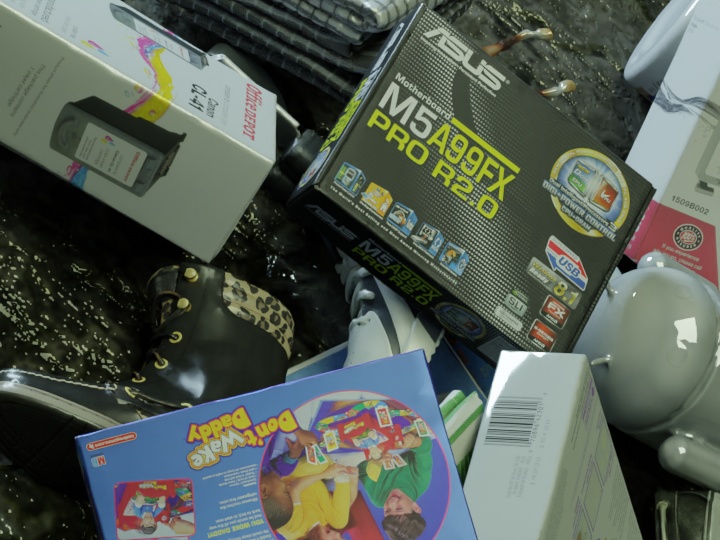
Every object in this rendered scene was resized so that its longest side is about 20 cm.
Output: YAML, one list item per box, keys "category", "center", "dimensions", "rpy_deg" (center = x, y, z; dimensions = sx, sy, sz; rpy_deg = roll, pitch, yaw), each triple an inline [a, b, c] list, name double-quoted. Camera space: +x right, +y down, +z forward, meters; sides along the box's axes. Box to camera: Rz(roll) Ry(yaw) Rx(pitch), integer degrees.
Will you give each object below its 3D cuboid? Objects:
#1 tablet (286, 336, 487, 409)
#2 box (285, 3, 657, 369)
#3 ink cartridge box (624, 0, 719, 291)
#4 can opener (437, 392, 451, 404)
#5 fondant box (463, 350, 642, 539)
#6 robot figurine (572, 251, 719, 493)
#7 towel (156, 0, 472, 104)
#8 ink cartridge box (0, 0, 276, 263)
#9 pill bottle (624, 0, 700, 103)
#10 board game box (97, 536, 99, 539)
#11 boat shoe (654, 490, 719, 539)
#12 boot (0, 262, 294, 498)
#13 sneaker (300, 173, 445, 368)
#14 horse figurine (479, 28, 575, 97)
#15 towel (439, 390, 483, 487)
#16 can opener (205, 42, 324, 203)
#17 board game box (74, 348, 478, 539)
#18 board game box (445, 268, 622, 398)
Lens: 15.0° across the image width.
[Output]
- category: "tablet"
  center: [0.008, 0.108, 1.752]
  dimensions: [0.200, 0.014, 0.130]
  rpy_deg: [-24, 75, -41]
- category: "box"
  center: [0.072, -0.046, 1.724]
  dimensions: [0.200, 0.044, 0.160]
  rpy_deg: [38, 60, -12]
- category: "ink cartridge box"
  center: [0.278, -0.084, 1.939]
  dimensions: [0.146, 0.200, 0.083]
  rpy_deg: [21, 10, -20]
- category: "can opener"
  center: [0.013, 0.103, 1.627]
  dimensions: [0.200, 0.067, 0.053]
  rpy_deg: [-14, 58, -48]
- category: "fondant box"
  center: [0.116, 0.165, 1.660]
  dimensions: [0.058, 0.200, 0.144]
  rpy_deg: [2, 51, 21]
- category: "robot figurine"
  center: [0.220, 0.069, 1.833]
  dimensions: [0.200, 0.113, 0.170]
  rpy_deg: [30, 42, -37]
- category: "towel"
  center: [-0.029, -0.205, 1.863]
  dimensions: [0.200, 0.086, 0.166]
  rpy_deg: [28, 37, 18]
- category: "ink cartridge box"
  center: [-0.156, -0.108, 1.708]
  dimensions: [0.200, 0.086, 0.148]
  rpy_deg: [29, 18, -12]
- category: "pill bottle"
  center: [0.309, -0.130, 2.049]
  dimensions: [0.200, 0.120, 0.120]
  rpy_deg: [38, 46, -5]
- category: "board game box"
  center: [-0.084, 0.211, 1.556]
  dimensions: [0.200, 0.062, 0.200]
  rpy_deg: [9, 64, -24]
- category: "boat shoe"
  center: [0.206, 0.236, 1.766]
  dimensions: [0.064, 0.071, 0.200]
  rpy_deg: [5, 59, 8]
- category: "boot"
  center: [-0.127, 0.065, 1.646]
  dimensions: [0.200, 0.073, 0.151]
  rpy_deg: [18, 50, -15]
- category: "sneaker"
  center: [0.000, 0.000, 1.745]
  dimensions: [0.130, 0.079, 0.199]
  rpy_deg: [34, 71, -4]
- category: "horse figurine"
  center: [0.061, -0.168, 1.937]
  dimensions: [0.132, 0.050, 0.200]
  rpy_deg: [-18, 53, -34]
- category: "towel"
  center: [0.041, 0.190, 1.621]
  dimensions: [0.023, 0.200, 0.153]
  rpy_deg: [10, 36, 32]
- category: "can opener"
  center: [-0.031, -0.077, 1.829]
  dimensions: [0.200, 0.053, 0.067]
  rpy_deg: [42, 46, -3]
- category: "board game box"
  center: [-0.044, 0.134, 1.502]
  dimensions: [0.200, 0.045, 0.135]
  rpy_deg: [-14, 76, -9]
- category: "board game box"
  center: [0.094, -0.021, 1.885]
  dimensions: [0.151, 0.037, 0.200]
  rpy_deg: [-17, 71, -41]
